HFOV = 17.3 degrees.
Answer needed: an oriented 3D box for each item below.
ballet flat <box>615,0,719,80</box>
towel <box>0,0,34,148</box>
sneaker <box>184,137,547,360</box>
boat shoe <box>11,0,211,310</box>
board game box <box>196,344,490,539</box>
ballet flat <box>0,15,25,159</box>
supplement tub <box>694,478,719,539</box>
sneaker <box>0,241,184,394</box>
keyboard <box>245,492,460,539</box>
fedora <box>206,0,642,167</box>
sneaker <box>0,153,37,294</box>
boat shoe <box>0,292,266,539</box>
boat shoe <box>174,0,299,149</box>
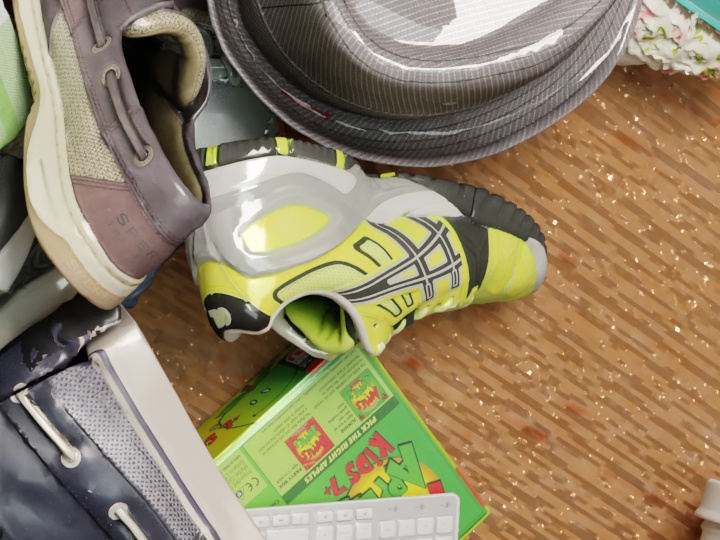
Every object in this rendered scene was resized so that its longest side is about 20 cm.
[{"bbox_3d":[0.083,-0.134,1.013,0.200,0.076,0.064,36,110,-17],"label":"ballet flat"},{"bbox_3d":[-0.183,-0.114,0.803,0.149,0.031,0.201,-51,128,-57],"label":"towel"},{"bbox_3d":[0.000,0.000,0.949,0.200,0.075,0.077,9,76,-45],"label":"sneaker"},{"bbox_3d":[-0.087,-0.074,0.876,0.065,0.200,0.072,-24,133,15],"label":"boat shoe"},{"bbox_3d":[-0.054,0.125,0.972,0.200,0.048,0.102,-41,108,-15],"label":"board game box"},{"bbox_3d":[-0.189,-0.054,0.895,0.199,0.072,0.072,-12,98,-23],"label":"ballet flat"},{"bbox_3d":[0.186,0.203,1.029,0.140,0.140,0.201,16,87,-23],"label":"supplement tub"},{"bbox_3d":[-0.133,0.046,0.925,0.200,0.075,0.085,-39,115,-9],"label":"sneaker"},{"bbox_3d":[-0.052,0.123,0.941,0.199,0.011,0.057,-2,94,-23],"label":"keyboard"},{"bbox_3d":[0.042,-0.126,0.905,0.199,0.090,0.178,-11,101,-19],"label":"fedora"},{"bbox_3d":[-0.207,0.011,0.869,0.200,0.074,0.085,-36,111,-6],"label":"sneaker"},{"bbox_3d":[-0.086,0.108,0.887,0.093,0.075,0.200,-31,106,-7],"label":"boat shoe"},{"bbox_3d":[-0.052,-0.121,0.947,0.074,0.065,0.203,9,90,-23],"label":"boat shoe"}]
